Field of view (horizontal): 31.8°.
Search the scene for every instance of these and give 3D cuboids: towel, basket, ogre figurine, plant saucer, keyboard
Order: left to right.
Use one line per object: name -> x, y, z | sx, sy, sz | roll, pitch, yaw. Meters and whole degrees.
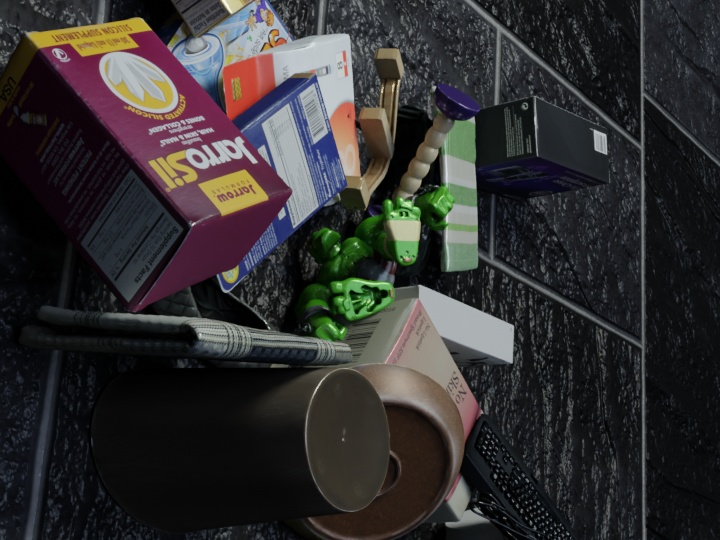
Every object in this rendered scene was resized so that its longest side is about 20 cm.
towel -> -0.136, 0.052, 0.987 | 0.192, 0.200, 0.035 | 10, 81, -54
basket -> -0.087, 0.144, 1.035 | 0.180, 0.200, 0.136 | 41, 52, -44
ogre figurine -> 0.000, 0.000, 1.230 | 0.098, 0.120, 0.200 | 27, 75, -21
plant saucer -> 0.009, 0.183, 1.188 | 0.201, 0.200, 0.034 | 60, -3, -27
towel -> 0.106, -0.099, 1.412 | 0.153, 0.023, 0.201 | -2, 90, -74
keyboard -> 0.174, 0.246, 1.300 | 0.200, 0.040, 0.104 | 52, 43, -18

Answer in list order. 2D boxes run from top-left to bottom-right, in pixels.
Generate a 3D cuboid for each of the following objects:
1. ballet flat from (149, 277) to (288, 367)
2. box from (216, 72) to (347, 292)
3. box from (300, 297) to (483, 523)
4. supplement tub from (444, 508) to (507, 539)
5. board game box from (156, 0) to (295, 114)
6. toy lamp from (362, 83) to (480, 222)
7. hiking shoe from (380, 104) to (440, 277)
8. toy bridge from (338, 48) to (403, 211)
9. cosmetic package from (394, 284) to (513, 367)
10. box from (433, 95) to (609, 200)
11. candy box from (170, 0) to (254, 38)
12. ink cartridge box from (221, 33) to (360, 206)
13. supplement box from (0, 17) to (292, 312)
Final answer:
ballet flat -> -0.123, 0.044, 1.128 | 0.200, 0.057, 0.067 | 40, 48, -43
box -> -0.090, -0.081, 1.137 | 0.200, 0.032, 0.121 | -45, 130, -43
box -> 0.037, 0.146, 1.288 | 0.200, 0.109, 0.128 | 59, 40, -28
supplement tub -> 0.168, 0.368, 1.394 | 0.145, 0.144, 0.201 | -11, 92, -55
board game box -> -0.133, -0.188, 1.185 | 0.135, 0.034, 0.200 | 53, 43, -34
toy lamp -> 0.056, -0.096, 1.323 | 0.058, 0.200, 0.058 | 26, 23, -12
hiking shoe -> 0.070, -0.085, 1.416 | 0.087, 0.074, 0.201 | 26, 63, -50
toy bridge -> 0.017, -0.141, 1.309 | 0.067, 0.027, 0.200 | 71, 27, -51
cosmetic package -> 0.086, 0.066, 1.399 | 0.200, 0.082, 0.051 | 23, 64, -50
box -> 0.201, -0.146, 1.558 | 0.200, 0.141, 0.079 | 10, 77, -53
candy box -> -0.158, -0.322, 1.129 | 0.200, 0.055, 0.115 | 55, 43, -12
ink cartridge box -> -0.061, -0.135, 1.213 | 0.200, 0.050, 0.163 | -41, 130, -63
supplement box -> -0.174, -0.087, 0.973 | 0.200, 0.103, 0.131 | 48, 34, 11
